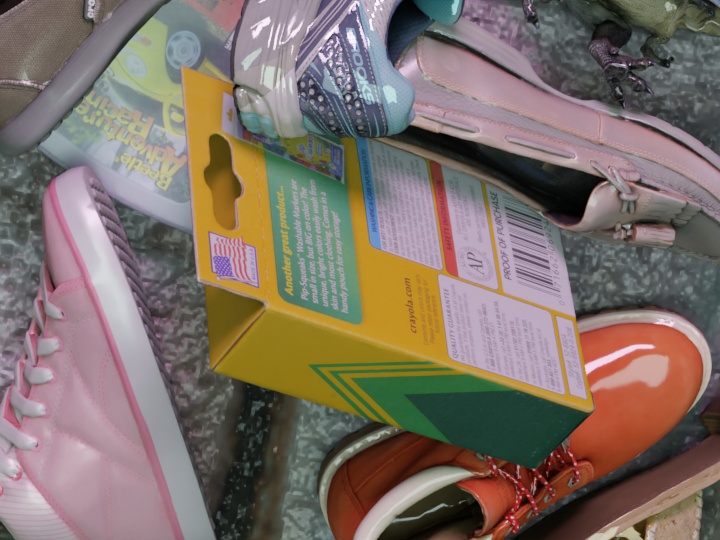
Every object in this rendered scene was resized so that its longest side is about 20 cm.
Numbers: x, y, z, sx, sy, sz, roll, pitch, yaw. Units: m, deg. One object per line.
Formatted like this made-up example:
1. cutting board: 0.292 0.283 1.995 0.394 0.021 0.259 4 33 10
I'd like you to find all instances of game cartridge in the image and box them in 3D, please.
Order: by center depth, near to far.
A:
1. game cartridge: -0.091 -0.098 1.228 0.199 0.041 0.133 32 104 -11

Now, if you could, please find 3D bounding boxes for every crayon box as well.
1. crayon box: 0.000 0.000 1.181 0.199 0.126 0.052 19 133 -27

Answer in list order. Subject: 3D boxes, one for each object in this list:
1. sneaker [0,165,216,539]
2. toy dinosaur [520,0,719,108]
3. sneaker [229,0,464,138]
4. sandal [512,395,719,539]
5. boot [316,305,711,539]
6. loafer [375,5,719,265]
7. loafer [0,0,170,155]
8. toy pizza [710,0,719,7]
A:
1. sneaker: -0.138 0.055 1.231 0.104 0.075 0.201 -15 119 -1
2. toy dinosaur: 0.100 -0.126 1.211 0.199 0.088 0.048 23 125 -8
3. sneaker: 0.011 -0.142 1.168 0.086 0.078 0.201 11 71 11
4. sandal: 0.145 0.126 1.278 0.211 0.078 0.070 -36 98 0
5. boot: 0.078 0.086 1.250 0.199 0.107 0.075 -27 103 1
6. loafer: 0.086 -0.045 1.211 0.199 0.072 0.063 28 56 -15
7. loafer: -0.110 -0.140 1.159 0.070 0.075 0.200 39 99 -16
8. toy pizza: 0.196 -0.202 1.151 0.199 0.032 0.201 -13 115 -28
